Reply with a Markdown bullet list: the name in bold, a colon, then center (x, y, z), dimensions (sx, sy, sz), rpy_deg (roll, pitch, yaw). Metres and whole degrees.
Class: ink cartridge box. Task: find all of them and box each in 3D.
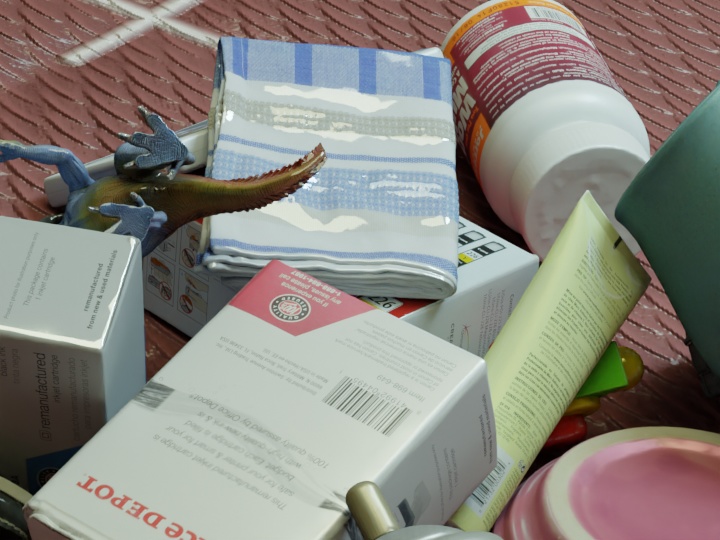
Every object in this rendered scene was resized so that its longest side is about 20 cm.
- **ink cartridge box**: center (0.000, 0.000, 1.664), dimensions (0.200, 0.084, 0.175), rpy_deg (29, 37, 36)
- **ink cartridge box**: center (-0.047, 0.108, 1.419), dimensions (0.145, 0.085, 0.200), rpy_deg (25, 54, 31)
- **ink cartridge box**: center (-0.217, 0.043, 1.481), dimensions (0.199, 0.145, 0.084), rpy_deg (9, 49, 6)

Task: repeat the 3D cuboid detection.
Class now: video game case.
- **video game case**: center (-0.073, -0.088, 1.756), dimensions (0.199, 0.023, 0.182), rpy_deg (-22, 6, -31)

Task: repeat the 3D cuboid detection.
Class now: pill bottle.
- **pill bottle**: center (0.120, -0.086, 1.806), dimensions (0.109, 0.110, 0.200), rpy_deg (-2, 31, -13)

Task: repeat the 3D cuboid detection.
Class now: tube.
- **tube**: center (0.090, 0.058, 1.519), dimensions (0.052, 0.058, 0.200), rpy_deg (30, 70, 9)

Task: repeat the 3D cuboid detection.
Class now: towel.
- **towel**: center (-0.016, -0.061, 1.614), dimensions (0.146, 0.024, 0.201), rpy_deg (5, 44, -4)

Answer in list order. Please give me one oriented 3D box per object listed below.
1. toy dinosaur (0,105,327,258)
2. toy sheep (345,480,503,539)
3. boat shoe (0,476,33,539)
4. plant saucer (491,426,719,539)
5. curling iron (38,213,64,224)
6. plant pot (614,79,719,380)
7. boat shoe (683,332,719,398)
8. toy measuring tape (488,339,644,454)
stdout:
- **toy dinosaur**: center (-0.136, -0.014, 1.563), dimensions (0.199, 0.182, 0.106), rpy_deg (9, 74, -10)
- **toy sheep**: center (0.037, 0.185, 1.304), dimensions (0.137, 0.138, 0.201), rpy_deg (-14, 69, -30)
- **boat shoe**: center (-0.261, 0.121, 1.453), dimensions (0.199, 0.072, 0.068), rpy_deg (11, 66, -4)
- **plant saucer**: center (0.168, 0.143, 1.483), dimensions (0.199, 0.051, 0.201), rpy_deg (4, 30, -2)
- **curling iron**: center (-0.191, 0.020, 1.654), dimensions (0.049, 0.026, 0.200), rpy_deg (8, 31, 10)
- **plant pot**: center (0.248, -0.016, 1.552), dimensions (0.188, 0.200, 0.200), rpy_deg (44, 40, 8)
- **boat shoe**: center (0.282, 0.046, 1.678), dimensions (0.199, 0.073, 0.062), rpy_deg (1, 73, -21)
- **toy measuring tape**: center (0.062, 0.075, 1.570), dimensions (0.199, 0.074, 0.074), rpy_deg (-13, 34, -17)
